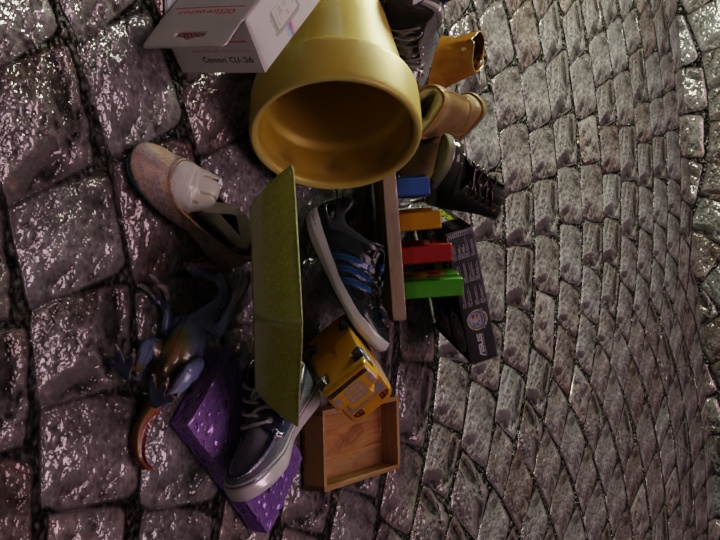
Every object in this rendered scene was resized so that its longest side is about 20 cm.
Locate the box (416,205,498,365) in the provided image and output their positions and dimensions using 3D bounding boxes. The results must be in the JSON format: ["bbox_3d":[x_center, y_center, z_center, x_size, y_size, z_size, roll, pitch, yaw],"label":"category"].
[{"bbox_3d":[0.137,0.016,1.644,0.160,0.044,0.202,-131,-154,-68],"label":"box"}]

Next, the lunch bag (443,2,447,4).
[{"bbox_3d":[0.068,-0.465,1.554,0.133,0.134,0.202,58,40,-41],"label":"lunch bag"}]

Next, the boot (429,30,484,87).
[{"bbox_3d":[0.094,-0.266,1.578,0.071,0.143,0.202,56,42,-35],"label":"boot"}]

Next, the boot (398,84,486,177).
[{"bbox_3d":[0.082,-0.183,1.539,0.176,0.066,0.200,-52,167,20],"label":"boot"}]

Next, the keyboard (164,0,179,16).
[{"bbox_3d":[-0.158,-0.294,1.281,0.199,0.011,0.057,-1,94,-60],"label":"keyboard"}]

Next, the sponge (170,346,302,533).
[{"bbox_3d":[-0.134,0.193,1.272,0.201,0.029,0.112,63,38,-37],"label":"sponge"}]

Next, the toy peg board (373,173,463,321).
[{"bbox_3d":[0.075,-0.047,1.492,0.200,0.096,0.202,-129,-145,-85],"label":"toy peg board"}]

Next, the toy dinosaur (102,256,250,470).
[{"bbox_3d":[-0.191,0.069,1.172,0.202,0.104,0.182,-67,170,26],"label":"toy dinosaur"}]

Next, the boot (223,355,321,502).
[{"bbox_3d":[-0.110,0.156,1.229,0.091,0.072,0.200,65,27,-22],"label":"boot"}]

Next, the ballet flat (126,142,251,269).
[{"bbox_3d":[-0.166,-0.071,1.194,0.200,0.067,0.069,48,48,-48],"label":"ballet flat"}]

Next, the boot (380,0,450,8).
[{"bbox_3d":[0.032,-0.373,1.423,0.186,0.198,0.065,8,81,-59],"label":"boot"}]

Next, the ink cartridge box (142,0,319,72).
[{"bbox_3d":[-0.131,-0.272,1.204,0.201,0.115,0.068,-59,141,-36],"label":"ink cartridge box"}]

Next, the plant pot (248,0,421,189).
[{"bbox_3d":[-0.031,-0.231,1.332,0.201,0.199,0.191,45,35,-49],"label":"plant pot"}]

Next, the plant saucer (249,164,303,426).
[{"bbox_3d":[-0.089,0.029,1.170,0.201,0.047,0.202,96,-9,-54],"label":"plant saucer"}]

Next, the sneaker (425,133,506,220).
[{"bbox_3d":[0.149,-0.125,1.507,0.200,0.105,0.076,84,21,-81],"label":"sneaker"}]

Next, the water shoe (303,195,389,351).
[{"bbox_3d":[0.000,0.000,1.388,0.202,0.078,0.072,63,4,13],"label":"water shoe"}]

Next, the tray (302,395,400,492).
[{"bbox_3d":[-0.010,0.223,1.479,0.199,0.037,0.100,0,88,-61],"label":"tray"}]

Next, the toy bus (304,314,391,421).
[{"bbox_3d":[-0.015,0.116,1.338,0.079,0.065,0.200,52,2,-18],"label":"toy bus"}]

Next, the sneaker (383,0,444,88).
[{"bbox_3d":[0.066,-0.280,1.435,0.200,0.074,0.117,11,90,-77],"label":"sneaker"}]
